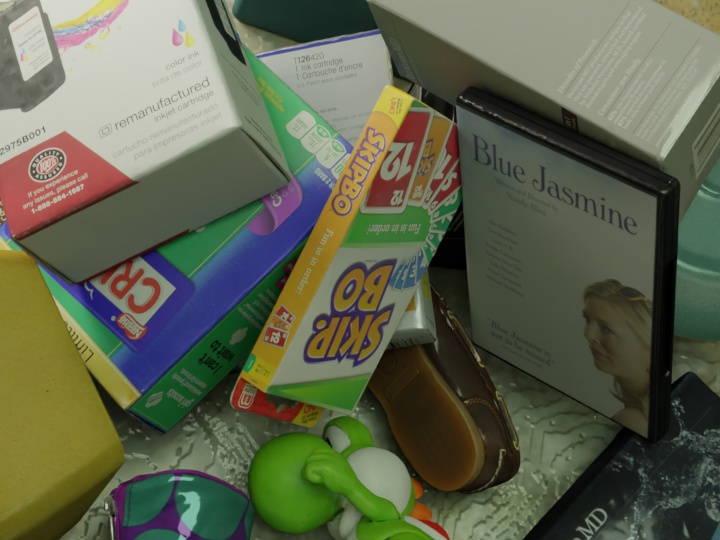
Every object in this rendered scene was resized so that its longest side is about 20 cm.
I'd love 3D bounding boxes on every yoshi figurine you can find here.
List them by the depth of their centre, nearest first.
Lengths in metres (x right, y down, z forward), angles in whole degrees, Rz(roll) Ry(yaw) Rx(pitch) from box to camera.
[{"bbox_3d":[-0.009,0.161,1.011,0.112,0.112,0.200,-41,37,9],"label":"yoshi figurine"}]

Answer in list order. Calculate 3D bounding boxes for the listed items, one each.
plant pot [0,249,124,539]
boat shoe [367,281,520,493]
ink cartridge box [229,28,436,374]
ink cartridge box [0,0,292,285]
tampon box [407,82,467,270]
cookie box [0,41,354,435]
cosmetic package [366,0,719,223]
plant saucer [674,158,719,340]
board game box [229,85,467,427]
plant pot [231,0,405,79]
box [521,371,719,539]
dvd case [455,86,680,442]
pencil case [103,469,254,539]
[{"bbox_3d":[-0.249,0.095,0.965,0.176,0.200,0.200,-21,76,-29],"label":"plant pot"},{"bbox_3d":[0.036,0.054,1.108,0.070,0.070,0.200,1,58,-52],"label":"boat shoe"},{"bbox_3d":[-0.062,-0.038,1.092,0.198,0.047,0.200,-10,70,11],"label":"ink cartridge box"},{"bbox_3d":[-0.146,-0.116,0.990,0.146,0.083,0.200,-26,64,9],"label":"ink cartridge box"},{"bbox_3d":[0.138,-0.074,1.128,0.200,0.150,0.126,6,71,-11],"label":"tampon box"},{"bbox_3d":[-0.108,-0.032,1.036,0.200,0.075,0.171,-45,66,-2],"label":"cookie box"},{"bbox_3d":[0.111,-0.119,0.980,0.200,0.107,0.090,29,79,23],"label":"cosmetic package"},{"bbox_3d":[0.210,-0.059,1.040,0.200,0.036,0.200,3,73,-11],"label":"plant saucer"},{"bbox_3d":[0.000,0.000,0.987,0.030,0.096,0.200,32,95,33],"label":"board game box"},{"bbox_3d":[0.015,-0.248,1.139,0.141,0.200,0.141,19,67,-6],"label":"plant pot"},{"bbox_3d":[0.198,0.207,1.057,0.200,0.117,0.197,43,67,6],"label":"box"},{"bbox_3d":[0.118,0.000,0.993,0.143,0.200,0.018,29,54,32],"label":"dvd case"},{"bbox_3d":[-0.124,0.219,0.996,0.092,0.085,0.200,20,66,-21],"label":"pencil case"}]
